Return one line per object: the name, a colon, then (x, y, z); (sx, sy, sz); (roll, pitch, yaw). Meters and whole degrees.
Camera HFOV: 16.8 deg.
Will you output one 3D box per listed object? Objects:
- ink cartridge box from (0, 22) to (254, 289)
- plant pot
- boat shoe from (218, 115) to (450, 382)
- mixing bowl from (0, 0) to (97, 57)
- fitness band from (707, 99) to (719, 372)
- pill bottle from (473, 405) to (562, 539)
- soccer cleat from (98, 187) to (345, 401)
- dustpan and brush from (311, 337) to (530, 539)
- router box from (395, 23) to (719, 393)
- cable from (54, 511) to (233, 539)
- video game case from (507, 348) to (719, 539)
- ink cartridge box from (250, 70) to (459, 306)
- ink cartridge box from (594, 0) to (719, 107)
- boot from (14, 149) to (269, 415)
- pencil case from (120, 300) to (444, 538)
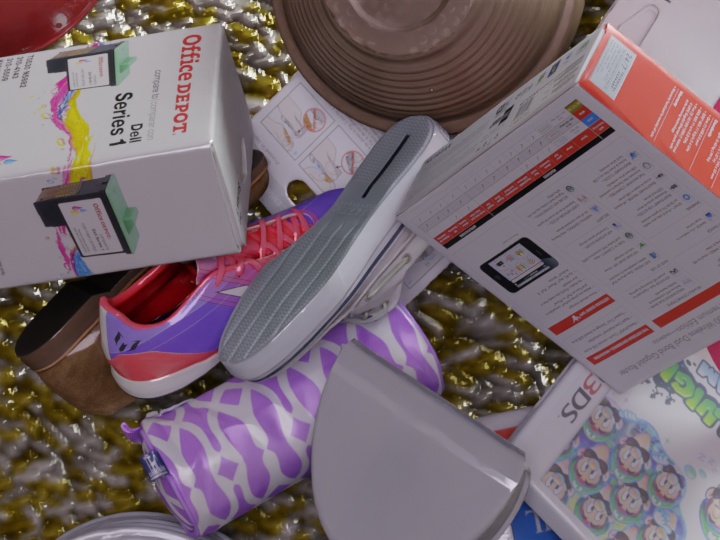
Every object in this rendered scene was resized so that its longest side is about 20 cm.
ink cartridge box: (-0.172, -0.068, 1.495); (0.198, 0.145, 0.084); (-9, 126, 6)
plant pot: (0.034, -0.181, 1.484); (0.199, 0.093, 0.203); (1, 95, 14)
boat shoe: (0.000, 0.000, 1.469); (0.200, 0.073, 0.067); (-49, 122, -13)
mixing bowl: (-0.253, -0.236, 1.546); (0.198, 0.108, 0.202); (0, 86, 2)
fitness band: (0.250, -0.017, 1.489); (0.037, 0.143, 0.201); (1, 118, 41)
pill bottle: (0.086, 0.190, 1.494); (0.111, 0.112, 0.202); (-12, 86, 1)
soccer cleat: (-0.072, 0.000, 1.499); (0.199, 0.074, 0.068); (-33, 48, -16)
dustpan and brush: (0.012, 0.155, 1.453); (0.139, 0.057, 0.201); (33, 107, 19)
router box: (0.143, -0.029, 1.384); (0.179, 0.200, 0.049); (38, 56, -13)
cable: (-0.135, 0.250, 1.517); (0.199, 0.069, 0.201); (-24, 84, 0)
video game case: (0.198, 0.125, 1.483); (0.200, 0.024, 0.182); (45, 56, -4)
ink cartridge box: (0.034, -0.089, 1.564); (0.200, 0.057, 0.163); (-44, 85, 19)
ink cartridge box: (0.192, -0.147, 1.457); (0.084, 0.200, 0.146); (33, 111, 4)
boot: (-0.123, 0.007, 1.551); (0.200, 0.074, 0.076); (-44, 112, -4)
pencil case: (-0.046, 0.085, 1.505); (0.199, 0.084, 0.086); (-28, 64, -14)
